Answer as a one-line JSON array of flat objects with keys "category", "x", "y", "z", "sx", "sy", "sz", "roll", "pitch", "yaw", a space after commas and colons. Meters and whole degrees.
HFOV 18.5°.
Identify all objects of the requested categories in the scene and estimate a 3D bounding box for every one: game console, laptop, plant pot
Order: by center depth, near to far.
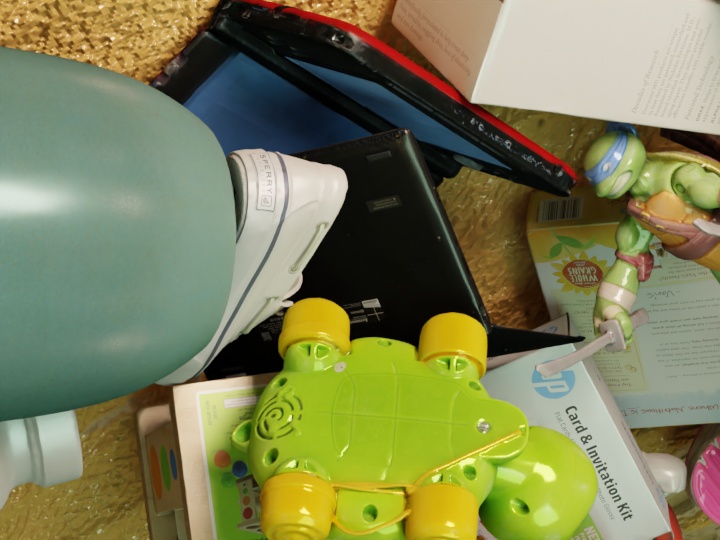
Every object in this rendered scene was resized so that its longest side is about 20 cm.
[{"category": "plant pot", "x": -0.159, "y": -0.017, "z": 1.131, "sx": 0.161, "sy": 0.201, "sz": 0.201, "roll": 1, "pitch": 127, "yaw": -26}, {"category": "game console", "x": -0.013, "y": -0.058, "z": 1.227, "sx": 0.200, "sy": 0.172, "sz": 0.119, "roll": 29, "pitch": 86, "yaw": -39}, {"category": "laptop", "x": 0.000, "y": 0.000, "z": 1.284, "sx": 0.187, "sy": 0.116, "sz": 0.200, "roll": -11, "pitch": 114, "yaw": 28}]

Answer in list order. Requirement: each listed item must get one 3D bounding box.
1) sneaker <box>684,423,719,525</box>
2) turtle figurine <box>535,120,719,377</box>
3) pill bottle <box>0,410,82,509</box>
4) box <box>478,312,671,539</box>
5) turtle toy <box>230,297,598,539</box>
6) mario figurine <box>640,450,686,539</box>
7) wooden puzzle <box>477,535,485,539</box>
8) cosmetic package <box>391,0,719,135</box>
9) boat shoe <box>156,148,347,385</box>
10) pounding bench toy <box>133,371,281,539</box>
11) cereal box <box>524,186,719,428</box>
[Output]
[{"category": "sneaker", "x": 0.292, "y": 0.097, "z": 1.527, "sx": 0.200, "sy": 0.088, "sz": 0.081, "roll": -37, "pitch": 96, "yaw": -14}, {"category": "turtle figurine", "x": 0.202, "y": 0.014, "z": 1.233, "sx": 0.194, "sy": 0.200, "sz": 0.144, "roll": 25, "pitch": 114, "yaw": -18}, {"category": "pill bottle", "x": -0.263, "y": 0.095, "z": 1.239, "sx": 0.200, "sy": 0.116, "sz": 0.116, "roll": -14, "pitch": 132, "yaw": -14}, {"category": "box", "x": 0.076, "y": 0.135, "z": 1.413, "sx": 0.200, "sy": 0.041, "sz": 0.156, "roll": -24, "pitch": 111, "yaw": 12}, {"category": "turtle toy", "x": 0.029, "y": 0.103, "z": 1.187, "sx": 0.200, "sy": 0.146, "sz": 0.101, "roll": 6, "pitch": 145, "yaw": 0}, {"category": "mario figurine", "x": 0.143, "y": 0.166, "z": 1.487, "sx": 0.200, "sy": 0.106, "sz": 0.123, "roll": 26, "pitch": 151, "yaw": -30}, {"category": "wooden puzzle", "x": 0.043, "y": 0.207, "z": 1.346, "sx": 0.200, "sy": 0.046, "sz": 0.185, "roll": -27, "pitch": 165, "yaw": 17}, {"category": "cosmetic package", "x": 0.133, "y": -0.138, "z": 1.218, "sx": 0.200, "sy": 0.113, "sz": 0.081, "roll": 4, "pitch": 117, "yaw": -26}, {"category": "boat shoe", "x": -0.064, "y": 0.006, "z": 1.199, "sx": 0.067, "sy": 0.074, "sz": 0.200, "roll": 3, "pitch": 152, "yaw": -23}, {"category": "pounding bench toy", "x": -0.021, "y": 0.126, "z": 1.317, "sx": 0.200, "sy": 0.124, "sz": 0.156, "roll": -7, "pitch": 173, "yaw": -15}, {"category": "cereal box", "x": 0.194, "y": 0.024, "z": 1.402, "sx": 0.144, "sy": 0.040, "sz": 0.200, "roll": -4, "pitch": 137, "yaw": 15}]
